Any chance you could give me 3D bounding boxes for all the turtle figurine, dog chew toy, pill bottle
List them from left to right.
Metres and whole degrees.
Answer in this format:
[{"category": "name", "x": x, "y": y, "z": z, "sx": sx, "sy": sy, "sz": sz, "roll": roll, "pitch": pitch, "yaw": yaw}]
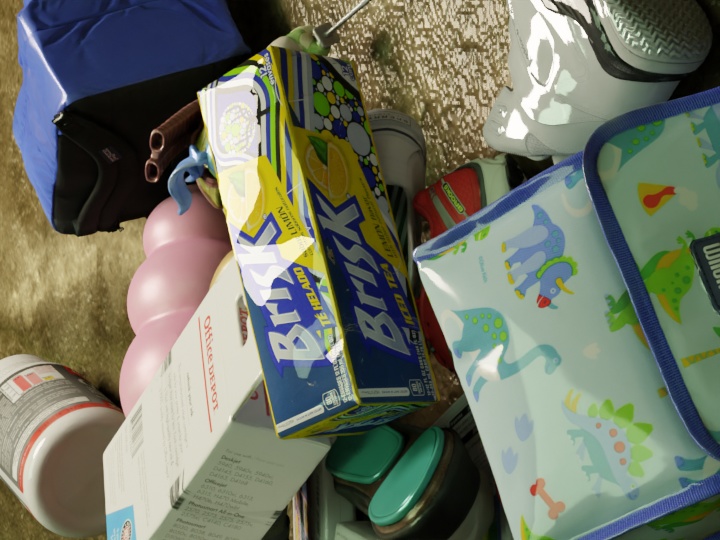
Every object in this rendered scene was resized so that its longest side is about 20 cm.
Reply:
[{"category": "pill bottle", "x": -0.271, "y": 0.147, "z": 1.522, "sx": 0.200, "sy": 0.115, "sz": 0.117, "roll": 28, "pitch": 117, "yaw": 56}, {"category": "dog chew toy", "x": -0.113, "y": 0.034, "z": 1.236, "sx": 0.124, "sy": 0.124, "sz": 0.201, "roll": -41, "pitch": 50, "yaw": 54}, {"category": "turtle figurine", "x": -0.033, "y": -0.077, "z": 1.119, "sx": 0.144, "sy": 0.199, "sz": 0.194, "roll": 58, "pitch": 175, "yaw": -6}]

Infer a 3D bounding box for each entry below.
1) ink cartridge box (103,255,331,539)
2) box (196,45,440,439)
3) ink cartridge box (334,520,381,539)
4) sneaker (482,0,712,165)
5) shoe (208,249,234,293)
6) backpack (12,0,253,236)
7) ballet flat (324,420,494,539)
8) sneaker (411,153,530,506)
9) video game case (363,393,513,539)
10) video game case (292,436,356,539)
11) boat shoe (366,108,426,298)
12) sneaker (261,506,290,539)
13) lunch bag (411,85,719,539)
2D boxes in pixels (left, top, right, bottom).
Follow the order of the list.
[{"category": "ink cartridge box", "x": -0.079, "y": 0.093, "z": 1.017, "sx": 0.200, "sy": 0.066, "sz": 0.116, "roll": -54, "pitch": 30, "yaw": 32}, {"category": "box", "x": -0.024, "y": -0.014, "z": 0.927, "sx": 0.064, "sy": 0.070, "sz": 0.201, "roll": -27, "pitch": 71, "yaw": 38}, {"category": "ink cartridge box", "x": 0.013, "y": 0.252, "z": 0.956, "sx": 0.161, "sy": 0.050, "sz": 0.202, "roll": -170, "pitch": 89, "yaw": -70}, {"category": "sneaker", "x": 0.092, "y": -0.129, "z": 0.889, "sx": 0.200, "sy": 0.075, "sz": 0.115, "roll": 55, "pitch": 135, "yaw": 38}, {"category": "shoe", "x": -0.064, "y": 0.073, "z": 1.111, "sx": 0.054, "sy": 0.069, "sz": 0.201, "roll": -98, "pitch": 9, "yaw": -53}, {"category": "backpack", "x": -0.175, "y": -0.133, "z": 1.275, "sx": 0.200, "sy": 0.161, "sz": 0.169, "roll": 107, "pitch": 144, "yaw": -56}, {"category": "ballet flat", "x": 0.035, "y": 0.118, "z": 0.936, "sx": 0.068, "sy": 0.068, "sz": 0.200, "roll": -53, "pitch": 11, "yaw": -3}, {"category": "sneaker", "x": 0.069, "y": 0.039, "z": 0.928, "sx": 0.084, "sy": 0.077, "sz": 0.201, "roll": -18, "pitch": 65, "yaw": 25}, {"category": "video game case", "x": 0.048, "y": 0.175, "z": 0.999, "sx": 0.200, "sy": 0.022, "sz": 0.183, "roll": 129, "pitch": 148, "yaw": -52}, {"category": "video game case", "x": -0.023, "y": 0.204, "z": 1.123, "sx": 0.182, "sy": 0.023, "sz": 0.202, "roll": -157, "pitch": 65, "yaw": -81}, {"category": "boat shoe", "x": 0.000, "y": 0.000, "z": 1.028, "sx": 0.067, "sy": 0.073, "sz": 0.201, "roll": -86, "pitch": -1, "yaw": -47}, {"category": "sneaker", "x": -0.068, "y": 0.192, "z": 1.104, "sx": 0.074, "sy": 0.080, "sz": 0.201, "roll": 44, "pitch": 117, "yaw": 61}, {"category": "lunch bag", "x": 0.144, "y": 0.026, "z": 0.769, "sx": 0.199, "sy": 0.127, "sz": 0.171, "roll": -29, "pitch": 67, "yaw": 26}]
